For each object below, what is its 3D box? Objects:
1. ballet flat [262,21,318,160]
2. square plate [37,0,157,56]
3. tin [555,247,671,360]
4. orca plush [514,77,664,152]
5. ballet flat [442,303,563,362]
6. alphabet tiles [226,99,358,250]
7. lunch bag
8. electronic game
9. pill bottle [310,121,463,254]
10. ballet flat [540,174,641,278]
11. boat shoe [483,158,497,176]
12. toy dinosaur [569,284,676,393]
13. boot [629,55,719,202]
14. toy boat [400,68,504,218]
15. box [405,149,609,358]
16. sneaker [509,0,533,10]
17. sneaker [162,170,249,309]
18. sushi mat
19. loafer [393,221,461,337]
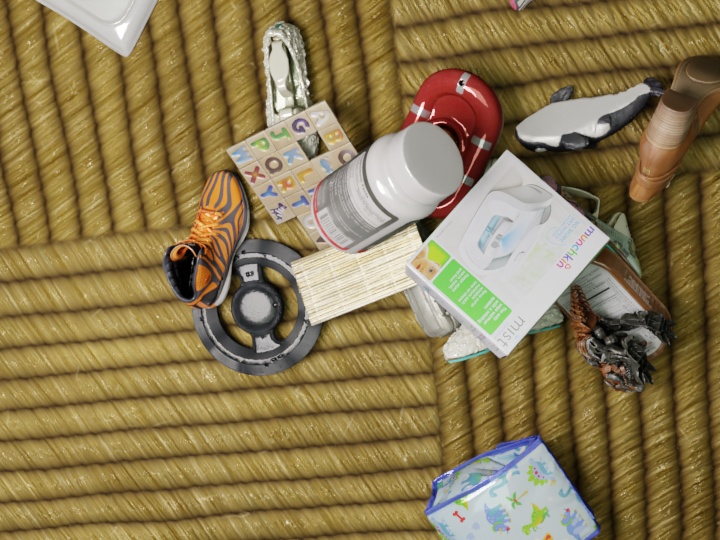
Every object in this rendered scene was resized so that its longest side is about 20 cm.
[{"bbox_3d":[-0.103,-0.238,1.304,0.071,0.072,0.201,-8,102,6],"label":"ballet flat"},{"bbox_3d":[-0.362,-0.433,1.311,0.197,0.028,0.201,32,102,-3],"label":"square plate"},{"bbox_3d":[0.346,0.049,1.319,0.200,0.042,0.112,44,128,-10],"label":"tin"},{"bbox_3d":[0.314,-0.203,1.299,0.199,0.071,0.105,-31,53,0],"label":"orca plush"},{"bbox_3d":[0.193,0.072,1.327,0.199,0.072,0.072,-16,102,-25],"label":"ballet flat"},{"bbox_3d":[-0.066,-0.120,1.320,0.166,0.008,0.201,-22,117,24],"label":"alphabet tiles"},{"bbox_3d":[0.221,0.349,1.378,0.199,0.127,0.171,-33,97,20],"label":"lunch bag"},{"bbox_3d":[-0.150,0.054,1.389,0.198,0.042,0.202,0,94,7],"label":"electronic game"},{"bbox_3d":[0.032,-0.104,1.200,0.114,0.114,0.200,53,141,-7],"label":"pill bottle"},{"bbox_3d":[0.322,-0.065,1.318,0.199,0.069,0.071,35,77,-3],"label":"ballet flat"},{"bbox_3d":[0.194,-0.053,1.322,0.062,0.075,0.202,7,97,10],"label":"boat shoe"},{"bbox_3d":[0.336,0.101,1.278,0.199,0.135,0.103,28,72,-35],"label":"toy dinosaur"},{"bbox_3d":[0.424,-0.191,1.265,0.074,0.200,0.155,36,142,26],"label":"boot"},{"bbox_3d":[0.103,-0.171,1.264,0.130,0.131,0.201,29,104,18],"label":"toy boat"},{"bbox_3d":[0.186,-0.017,1.231,0.176,0.097,0.200,43,87,8],"label":"box"},{"bbox_3d":[0.290,-0.388,1.239,0.199,0.081,0.075,-23,101,9],"label":"sneaker"},{"bbox_3d":[-0.214,-0.047,1.319,0.077,0.112,0.202,5,85,17],"label":"sneaker"},{"bbox_3d":[0.000,0.000,1.319,0.199,0.012,0.096,-22,88,19],"label":"sushi mat"},{"bbox_3d":[0.076,0.002,1.345,0.070,0.070,0.201,-29,82,48],"label":"loafer"}]
